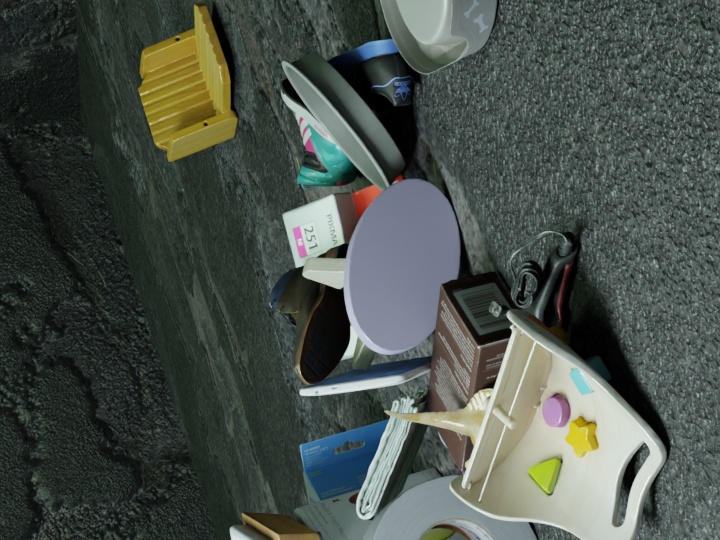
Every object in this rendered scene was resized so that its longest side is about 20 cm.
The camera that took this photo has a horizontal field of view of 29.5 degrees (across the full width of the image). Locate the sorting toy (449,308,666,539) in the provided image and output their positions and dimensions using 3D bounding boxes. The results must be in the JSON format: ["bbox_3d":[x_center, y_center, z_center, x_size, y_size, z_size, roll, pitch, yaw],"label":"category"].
[{"bbox_3d":[0.198,0.161,1.262,0.180,0.106,0.202,38,123,39],"label":"sorting toy"}]

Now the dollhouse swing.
[{"bbox_3d":[-0.313,-0.337,2.390,0.176,0.180,0.202,66,-176,-68],"label":"dollhouse swing"}]

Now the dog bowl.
[{"bbox_3d":[0.074,-0.301,1.361,0.200,0.058,0.202,166,90,-73],"label":"dog bowl"}]

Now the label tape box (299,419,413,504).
[{"bbox_3d":[0.005,0.325,1.898,0.066,0.142,0.202,-152,51,-67],"label":"label tape box"}]

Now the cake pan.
[{"bbox_3d":[-0.016,-0.177,1.604,0.201,0.037,0.200,50,176,4],"label":"cake pan"}]

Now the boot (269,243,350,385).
[{"bbox_3d":[-0.065,0.061,1.630,0.075,0.096,0.201,50,-138,-31],"label":"boot"}]

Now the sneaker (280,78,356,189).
[{"bbox_3d":[-0.056,-0.173,1.837,0.200,0.083,0.122,-128,39,-50],"label":"sneaker"}]

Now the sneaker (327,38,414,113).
[{"bbox_3d":[0.009,-0.219,1.607,0.200,0.069,0.079,177,85,-72],"label":"sneaker"}]

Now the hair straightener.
[{"bbox_3d":[0.164,0.033,1.297,0.201,0.076,0.041,99,153,-50],"label":"hair straightener"}]

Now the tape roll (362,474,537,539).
[{"bbox_3d":[0.099,0.332,1.515,0.066,0.198,0.202,127,127,-67],"label":"tape roll"}]

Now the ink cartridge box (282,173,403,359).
[{"bbox_3d":[0.000,0.000,1.696,0.172,0.043,0.202,-19,84,40],"label":"ink cartridge box"}]

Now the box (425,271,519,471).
[{"bbox_3d":[0.127,0.111,1.479,0.201,0.074,0.101,96,154,-43],"label":"box"}]

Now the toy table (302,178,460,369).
[{"bbox_3d":[0.035,0.008,1.551,0.201,0.183,0.117,-64,8,-22],"label":"toy table"}]

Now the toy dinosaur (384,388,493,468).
[{"bbox_3d":[0.133,0.168,1.428,0.058,0.198,0.102,-53,-45,-55],"label":"toy dinosaur"}]

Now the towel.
[{"bbox_3d":[0.045,0.211,1.618,0.151,0.030,0.200,-67,-11,4],"label":"towel"}]

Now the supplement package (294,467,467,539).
[{"bbox_3d":[0.046,0.377,1.718,0.191,0.198,0.149,-137,38,-59],"label":"supplement package"}]

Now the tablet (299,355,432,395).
[{"bbox_3d":[0.024,0.119,1.563,0.200,0.129,0.014,-9,-91,-69],"label":"tablet"}]

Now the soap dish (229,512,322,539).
[{"bbox_3d":[-0.094,0.385,1.693,0.200,0.080,0.159,174,84,-73],"label":"soap dish"}]
